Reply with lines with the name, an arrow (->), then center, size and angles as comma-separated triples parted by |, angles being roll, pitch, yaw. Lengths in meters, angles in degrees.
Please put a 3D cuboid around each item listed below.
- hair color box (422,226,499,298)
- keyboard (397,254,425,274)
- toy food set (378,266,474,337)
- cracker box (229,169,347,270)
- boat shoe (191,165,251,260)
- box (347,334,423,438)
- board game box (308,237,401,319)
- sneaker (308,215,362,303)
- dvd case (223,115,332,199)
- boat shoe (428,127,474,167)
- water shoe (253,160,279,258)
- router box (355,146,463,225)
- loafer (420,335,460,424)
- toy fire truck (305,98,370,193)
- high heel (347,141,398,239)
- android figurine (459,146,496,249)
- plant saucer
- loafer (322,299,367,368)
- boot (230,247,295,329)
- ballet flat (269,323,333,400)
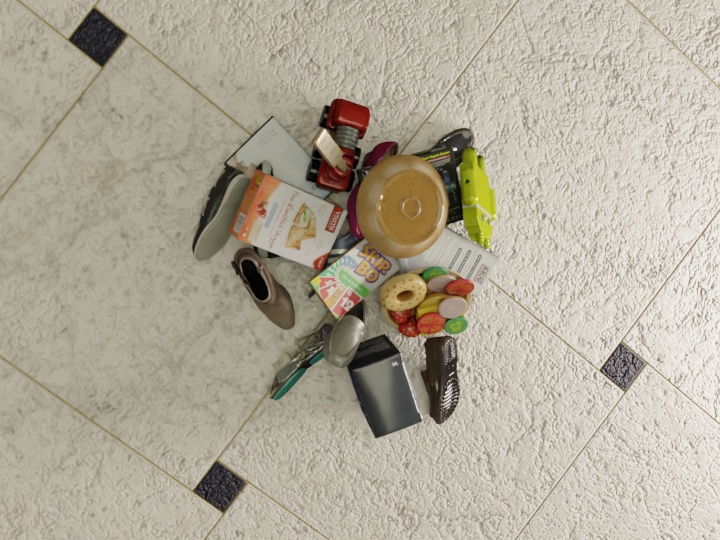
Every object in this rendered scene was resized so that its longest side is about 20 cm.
hair color box -> 0.183, -0.034, 1.672 | 0.199, 0.061, 0.101 | 30, 91, -9
keyboard -> 0.112, 0.010, 1.633 | 0.056, 0.011, 0.201 | -32, 136, -15
toy food set -> 0.140, 0.067, 1.634 | 0.196, 0.049, 0.201 | -11, 132, 1
cracker box -> -0.139, -0.096, 1.548 | 0.199, 0.058, 0.135 | 21, 98, -33
boat shoe -> -0.291, -0.115, 1.591 | 0.060, 0.074, 0.201 | 38, 108, 30
box -> 0.041, 0.230, 1.603 | 0.103, 0.200, 0.149 | -19, 97, -5
board game box -> 0.000, 0.000, 1.597 | 0.200, 0.030, 0.096 | -39, 100, -13
sneaker -> -0.058, -0.028, 1.635 | 0.084, 0.075, 0.200 | 39, 82, -4
dvd case -> -0.163, -0.196, 1.626 | 0.143, 0.018, 0.200 | -44, 100, -4
boat shoe -> 0.166, -0.228, 1.652 | 0.200, 0.063, 0.073 | -39, 99, -4
water shoe -> -0.176, -0.124, 1.593 | 0.078, 0.072, 0.202 | -2, 113, -18
router box -> 0.102, -0.151, 1.572 | 0.198, 0.062, 0.151 | -17, 104, -19
loafer -> 0.169, 0.231, 1.700 | 0.073, 0.071, 0.202 | -12, 109, -47
toy fire truck -> -0.043, -0.254, 1.536 | 0.128, 0.200, 0.178 | 16, 85, -14
high heel -> 0.031, -0.164, 1.591 | 0.067, 0.096, 0.202 | 26, 68, -26
android figurine -> 0.241, -0.145, 1.617 | 0.041, 0.182, 0.202 | -9, 76, 22
plant saucer -> 0.090, -0.122, 1.518 | 0.198, 0.035, 0.202 | -3, 98, -22
loafer -> -0.028, 0.122, 1.586 | 0.069, 0.200, 0.070 | 23, 120, -3
boot -> -0.192, 0.044, 1.577 | 0.070, 0.146, 0.201 | -35, 99, -2
ballet flat -> -0.125, 0.184, 1.649 | 0.200, 0.072, 0.072 | -41, 100, -4
